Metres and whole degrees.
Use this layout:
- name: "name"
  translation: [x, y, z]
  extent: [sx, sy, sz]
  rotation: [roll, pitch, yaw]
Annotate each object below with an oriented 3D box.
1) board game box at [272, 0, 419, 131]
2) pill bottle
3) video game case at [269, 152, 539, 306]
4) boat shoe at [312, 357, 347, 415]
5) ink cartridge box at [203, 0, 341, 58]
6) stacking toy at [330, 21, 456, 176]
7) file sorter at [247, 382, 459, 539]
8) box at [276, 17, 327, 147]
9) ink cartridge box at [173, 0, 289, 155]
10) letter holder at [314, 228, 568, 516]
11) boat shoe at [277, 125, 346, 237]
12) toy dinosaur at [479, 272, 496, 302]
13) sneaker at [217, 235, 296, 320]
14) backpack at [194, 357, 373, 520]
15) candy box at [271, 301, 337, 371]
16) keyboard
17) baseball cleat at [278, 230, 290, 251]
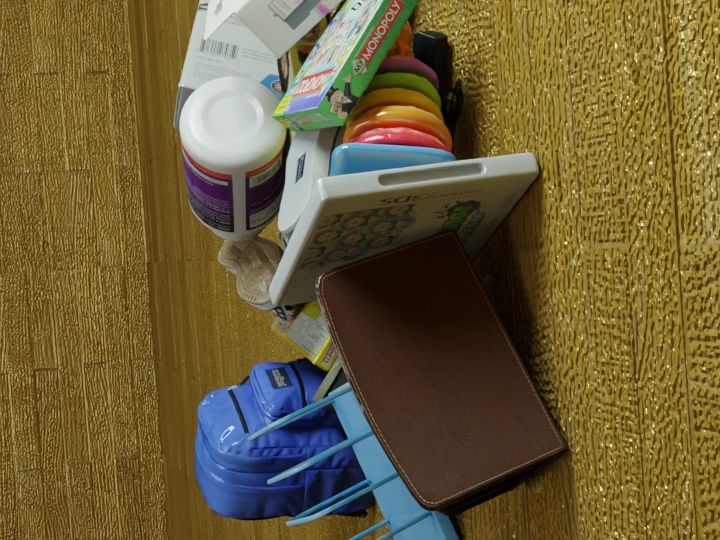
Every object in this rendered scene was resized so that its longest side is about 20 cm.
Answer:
- name: "board game box"
  translation: [-0.016, -0.189, 1.048]
  extent: [0.135, 0.029, 0.200]
  rotation: [-58, 16, -4]
- name: "pill bottle"
  translation: [-0.137, -0.113, 1.289]
  extent: [0.200, 0.111, 0.113]
  rotation: [100, 159, -63]
- name: "video game case"
  translation: [0.029, -0.030, 0.968]
  extent: [0.200, 0.180, 0.024]
  rotation: [121, 136, -61]
- name: "boat shoe"
  translation: [0.013, 0.086, 1.258]
  extent: [0.074, 0.063, 0.202]
  rotation: [-53, -7, -50]
- name: "ink cartridge box"
  translation: [-0.061, -0.288, 1.156]
  extent: [0.200, 0.067, 0.118]
  rotation: [-38, 28, 19]
- name: "stacking toy"
  translation: [0.031, -0.142, 1.027]
  extent: [0.116, 0.109, 0.202]
  rotation: [98, 175, -61]
- name: "file sorter"
  translation: [-0.010, 0.222, 1.166]
  extent: [0.201, 0.122, 0.139]
  rotation: [64, 158, 6]
- name: "box"
  translation: [-0.051, -0.179, 1.225]
  extent: [0.075, 0.050, 0.202]
  rotation: [107, 156, -57]
- name: "ink cartridge box"
  translation: [-0.127, -0.249, 1.373]
  extent: [0.084, 0.144, 0.202]
  rotation: [115, 165, -57]
- name: "letter holder"
  translation: [0.045, 0.092, 0.940]
  extent: [0.201, 0.141, 0.101]
  rotation: [63, 153, 17]
- name: "boat shoe"
  translation: [-0.024, -0.096, 1.100]
  extent: [0.071, 0.070, 0.201]
  rotation: [-40, 30, 37]
- name: "toy dinosaur"
  translation: [0.080, 0.078, 1.066]
  extent: [0.088, 0.047, 0.202]
  rotation: [-128, 34, -49]
- name: "sneaker"
  translation: [-0.093, 0.018, 1.372]
  extent: [0.070, 0.108, 0.200]
  rotation: [-48, 26, 0]
- name: "backpack"
  translation: [-0.096, 0.194, 1.390]
  extent: [0.163, 0.198, 0.169]
  rotation: [-130, 39, -62]
- name: "candy box"
  translation: [-0.048, 0.050, 1.405]
  extent: [0.103, 0.026, 0.200]
  rotation: [-60, 20, -1]
- name: "keyboard"
  translation: [0.070, -0.116, 1.089]
  extent: [0.127, 0.020, 0.202]
  rotation: [-129, 37, -68]
- name: "baseball cleat"
  translation: [-0.040, -0.075, 1.298]
  extent: [0.070, 0.105, 0.202]
  rotation: [134, 131, -73]
